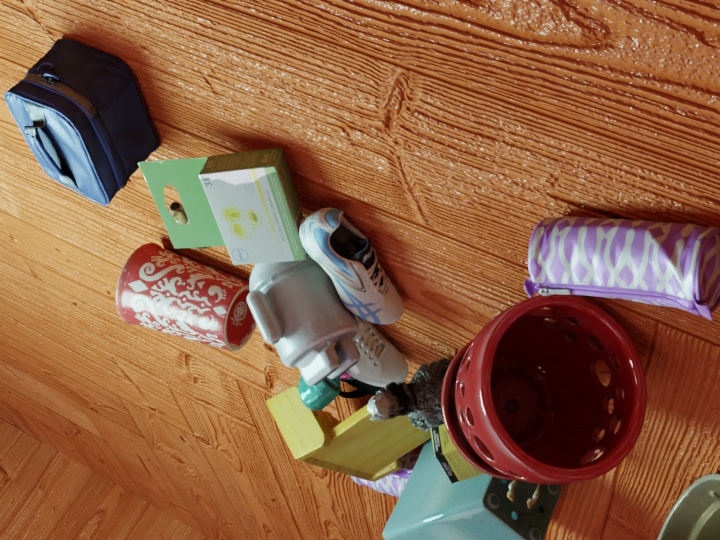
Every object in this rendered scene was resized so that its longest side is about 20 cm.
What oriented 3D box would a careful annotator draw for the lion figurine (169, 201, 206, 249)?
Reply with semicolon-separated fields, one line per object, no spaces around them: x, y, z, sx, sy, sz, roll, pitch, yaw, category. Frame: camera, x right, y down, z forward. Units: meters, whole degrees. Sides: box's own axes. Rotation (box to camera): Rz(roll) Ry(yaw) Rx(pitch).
-0.186;-0.059;1.378;0.197;0.073;0.123;18;152;24;lion figurine

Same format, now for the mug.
-0.257;0.040;1.599;0.197;0.177;0.136;16;112;23;mug

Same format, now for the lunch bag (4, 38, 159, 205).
-0.364;-0.189;1.297;0.134;0.133;0.201;21;151;22;lunch bag

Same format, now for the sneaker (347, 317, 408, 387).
-0.008;0.094;1.421;0.199;0.073;0.085;35;148;-7;sneaker

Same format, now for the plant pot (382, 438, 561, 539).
0.189;0.357;1.514;0.195;0.197;0.200;38;143;-9;plant pot

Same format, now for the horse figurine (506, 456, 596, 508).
0.216;0.240;1.378;0.199;0.133;0.050;29;160;40;horse figurine

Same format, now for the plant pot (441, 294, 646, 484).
0.200;0.144;1.144;0.199;0.202;0.183;34;161;-1;plant pot

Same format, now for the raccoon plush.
0.120;0.189;1.332;0.133;0.199;0.098;7;110;40;raccoon plush

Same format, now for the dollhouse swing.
-0.005;0.227;1.606;0.199;0.176;0.182;26;-159;-44;dollhouse swing

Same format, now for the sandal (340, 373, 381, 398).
-0.016;0.176;1.593;0.198;0.045;0.076;18;150;30;sandal

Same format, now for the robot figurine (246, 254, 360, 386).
-0.075;0.047;1.324;0.113;0.168;0.202;-38;74;37;robot figurine

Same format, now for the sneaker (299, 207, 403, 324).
0.000;0.000;1.269;0.072;0.073;0.200;-8;135;41;sneaker

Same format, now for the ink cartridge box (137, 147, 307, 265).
-0.174;-0.075;1.261;0.197;0.048;0.147;-4;129;15;ink cartridge box

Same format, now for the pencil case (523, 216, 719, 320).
0.251;-0.006;0.960;0.198;0.086;0.084;4;139;43;pencil case

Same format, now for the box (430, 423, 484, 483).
0.195;0.210;1.292;0.197;0.051;0.076;-20;132;14;box

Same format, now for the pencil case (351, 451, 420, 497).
0.072;0.347;1.710;0.198;0.085;0.085;3;175;43;pencil case

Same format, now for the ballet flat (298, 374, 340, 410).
-0.062;0.150;1.465;0.067;0.070;0.200;44;-169;-7;ballet flat

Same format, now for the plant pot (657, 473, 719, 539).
0.487;0.381;1.235;0.181;0.203;0.201;23;154;-6;plant pot
